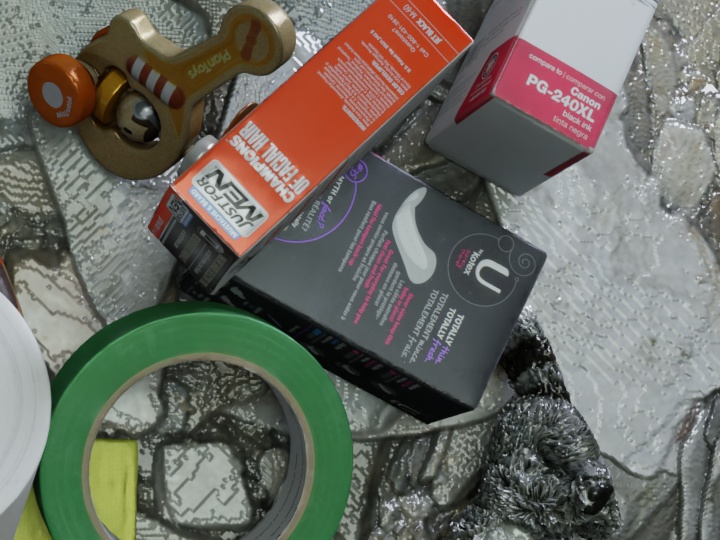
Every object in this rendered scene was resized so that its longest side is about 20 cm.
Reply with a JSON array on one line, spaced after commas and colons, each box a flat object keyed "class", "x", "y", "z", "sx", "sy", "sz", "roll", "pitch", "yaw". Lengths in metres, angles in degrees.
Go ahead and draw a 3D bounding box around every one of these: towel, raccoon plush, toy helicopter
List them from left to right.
[{"class": "towel", "x": -0.241, "y": 0.147, "z": 1.333, "sx": 0.199, "sy": 0.018, "sz": 0.086, "roll": 3, "pitch": 85, "yaw": -17}, {"class": "toy helicopter", "x": -0.109, "y": -0.110, "z": 1.325, "sx": 0.079, "sy": 0.200, "sz": 0.133, "roll": -36, "pitch": 99, "yaw": -46}, {"class": "raccoon plush", "x": 0.086, "y": 0.133, "z": 1.413, "sx": 0.134, "sy": 0.097, "sz": 0.200, "roll": -20, "pitch": 57, "yaw": -5}]

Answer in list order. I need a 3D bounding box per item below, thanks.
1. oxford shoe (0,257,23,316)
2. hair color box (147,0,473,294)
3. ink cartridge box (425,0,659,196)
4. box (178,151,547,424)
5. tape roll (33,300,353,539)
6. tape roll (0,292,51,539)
[{"class": "oxford shoe", "x": -0.279, "y": -0.032, "z": 1.321, "sx": 0.071, "sy": 0.073, "sz": 0.200, "roll": -37, "pitch": 92, "yaw": -19}, {"class": "hair color box", "x": -0.032, "y": -0.082, "z": 1.269, "sx": 0.064, "sy": 0.111, "sz": 0.200, "roll": 46, "pitch": 72, "yaw": 0}, {"class": "ink cartridge box", "x": 0.137, "y": -0.168, "z": 1.425, "sx": 0.083, "sy": 0.145, "sz": 0.200, "roll": 28, "pitch": 74, "yaw": -9}, {"class": "box", "x": 0.000, "y": 0.000, "z": 1.378, "sx": 0.200, "sy": 0.106, "sz": 0.122, "roll": 30, "pitch": 74, "yaw": -9}, {"class": "tape roll", "x": -0.106, "y": 0.121, "z": 1.327, "sx": 0.200, "sy": 0.048, "sz": 0.201, "roll": -3, "pitch": 99, "yaw": -16}, {"class": "tape roll", "x": -0.290, "y": 0.102, "z": 1.230, "sx": 0.202, "sy": 0.139, "sz": 0.203, "roll": 8, "pitch": 59, "yaw": -14}]
